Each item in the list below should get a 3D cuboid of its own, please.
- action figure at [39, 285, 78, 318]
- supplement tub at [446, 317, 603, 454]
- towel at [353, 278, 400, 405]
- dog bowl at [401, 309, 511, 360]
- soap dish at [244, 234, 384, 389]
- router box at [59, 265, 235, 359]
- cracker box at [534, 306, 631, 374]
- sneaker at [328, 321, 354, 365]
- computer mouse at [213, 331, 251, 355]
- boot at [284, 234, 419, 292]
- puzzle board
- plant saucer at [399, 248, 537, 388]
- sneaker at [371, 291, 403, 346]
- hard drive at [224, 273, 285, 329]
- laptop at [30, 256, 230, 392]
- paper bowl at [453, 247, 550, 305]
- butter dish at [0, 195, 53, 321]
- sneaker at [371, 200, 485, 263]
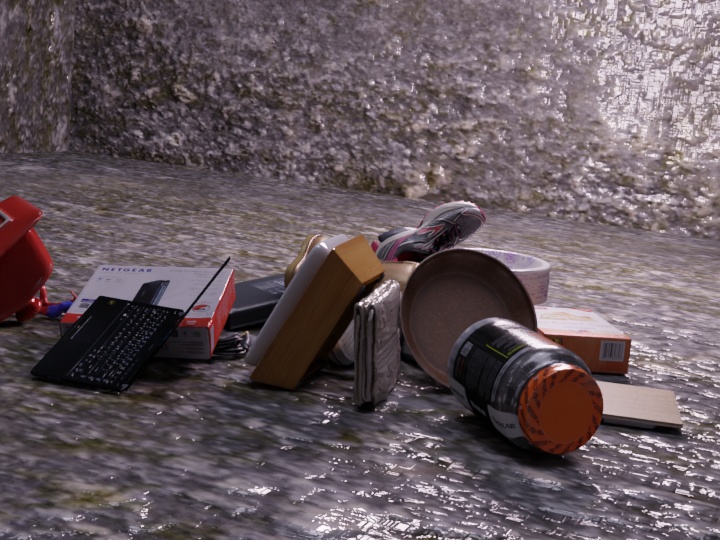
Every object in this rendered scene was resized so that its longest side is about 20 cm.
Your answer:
[{"bbox_3d":[-0.396,0.055,1.736,0.199,0.052,0.065,11,8,20],"label":"action figure"},{"bbox_3d":[0.189,0.133,1.366,0.122,0.123,0.200,2,10,-18],"label":"supplement tub"},{"bbox_3d":[0.025,0.089,1.501,0.034,0.133,0.200,3,10,11],"label":"towel"},{"bbox_3d":[0.155,0.084,1.707,0.199,0.074,0.200,-1,6,0],"label":"dog bowl"},{"bbox_3d":[-0.055,0.054,1.525,0.081,0.201,0.157,35,14,7],"label":"soap dish"},{"bbox_3d":[-0.284,0.054,1.616,0.199,0.049,0.180,1,25,5],"label":"router box"},{"bbox_3d":[0.312,0.101,1.799,0.133,0.058,0.200,4,9,-8],"label":"cracker box"},{"bbox_3d":[-0.064,0.088,1.694,0.073,0.114,0.201,46,15,-30],"label":"sneaker"},{"bbox_3d":[-0.227,0.077,1.681,0.140,0.046,0.200,1,11,-11],"label":"computer mouse"},{"bbox_3d":[0.000,0.000,1.840,0.199,0.066,0.175,2,28,15],"label":"boot"},{"bbox_3d":[0.307,0.169,1.532,0.199,0.018,0.151,6,11,9],"label":"puzzle board"},{"bbox_3d":[0.140,0.070,1.587,0.199,0.202,0.037,2,-20,-19],"label":"plant saucer"},{"bbox_3d":[0.024,0.084,1.719,0.074,0.085,0.200,-5,-12,0],"label":"sneaker"},{"bbox_3d":[-0.153,0.044,1.871,0.199,0.033,0.139,-12,18,-33],"label":"hard drive"},{"bbox_3d":[-0.279,0.056,1.450,0.199,0.104,0.177,9,33,16],"label":"laptop"},{"bbox_3d":[0.221,0.028,2.031,0.199,0.105,0.201,6,10,-1],"label":"paper bowl"},{"bbox_3d":[-0.510,0.010,1.682,0.200,0.148,0.199,-43,27,-14],"label":"butter dish"},{"bbox_3d":[0.119,-0.045,1.963,0.199,0.081,0.075,-27,36,-6],"label":"sneaker"}]
